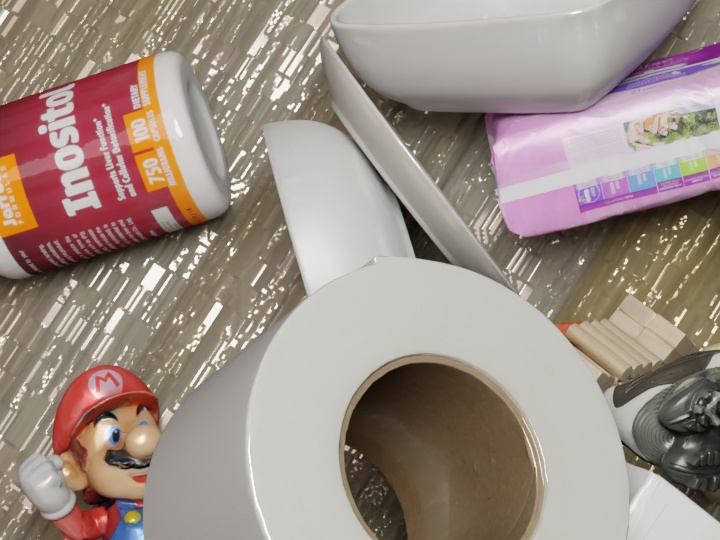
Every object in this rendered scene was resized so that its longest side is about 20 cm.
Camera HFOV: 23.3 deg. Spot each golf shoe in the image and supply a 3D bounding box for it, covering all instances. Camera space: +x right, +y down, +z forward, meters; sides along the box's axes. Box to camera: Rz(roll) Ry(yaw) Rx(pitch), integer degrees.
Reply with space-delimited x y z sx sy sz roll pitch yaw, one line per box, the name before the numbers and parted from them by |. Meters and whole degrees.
golf shoe | 0.220 0.067 0.947 0.200 0.094 0.078 -1 98 -31

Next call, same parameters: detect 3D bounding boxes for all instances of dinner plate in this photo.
dinner plate | 0.031 -0.055 1.046 0.024 0.200 0.200 -38 73 5

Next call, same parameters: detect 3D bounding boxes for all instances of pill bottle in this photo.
pill bottle | -0.193 -0.061 1.135 0.200 0.113 0.113 -18 74 6

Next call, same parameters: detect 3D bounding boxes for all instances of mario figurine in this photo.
mario figurine | -0.131 0.150 1.070 0.106 0.123 0.200 -24 77 17

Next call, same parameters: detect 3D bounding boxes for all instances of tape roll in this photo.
tape roll | 0.010 0.111 0.853 0.202 0.139 0.203 11 64 -23

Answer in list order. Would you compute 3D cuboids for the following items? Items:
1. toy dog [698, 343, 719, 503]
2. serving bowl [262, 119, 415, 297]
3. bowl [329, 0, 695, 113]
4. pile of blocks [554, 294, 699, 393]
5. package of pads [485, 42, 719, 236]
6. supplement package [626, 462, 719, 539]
toy dog | 0.285 0.074 1.020 0.200 0.096 0.132 -28 77 3
serving bowl | 0.000 0.000 1.042 0.066 0.200 0.200 -17 74 0
bowl | 0.104 -0.156 1.070 0.199 0.075 0.200 4 31 35
pile of blocks | 0.119 0.067 1.037 0.062 0.200 0.082 39 126 32
package of pads | 0.176 -0.084 1.067 0.200 0.121 0.076 -15 106 6
supplement package | 0.154 0.231 0.946 0.200 0.147 0.191 38 84 -9
